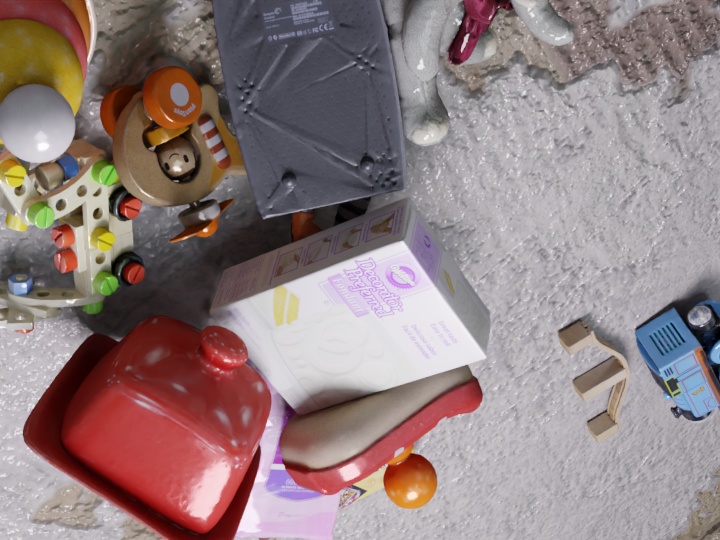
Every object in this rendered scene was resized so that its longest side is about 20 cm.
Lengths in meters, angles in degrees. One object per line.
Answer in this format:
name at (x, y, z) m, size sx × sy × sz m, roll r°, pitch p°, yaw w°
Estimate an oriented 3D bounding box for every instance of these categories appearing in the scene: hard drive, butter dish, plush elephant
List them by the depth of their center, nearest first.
plush elephant at (0.101, -0.226, 0.879) m, size 0.165 × 0.154 × 0.201 m, roll -52°, pitch 129°, yaw -46°
hard drive at (-0.041, -0.153, 0.888) m, size 0.134 × 0.042 × 0.202 m, roll -12°, pitch 101°, yaw -3°
butter dish at (-0.149, 0.109, 0.941) m, size 0.199 × 0.200 × 0.148 m, roll 36°, pitch 111°, yaw -8°

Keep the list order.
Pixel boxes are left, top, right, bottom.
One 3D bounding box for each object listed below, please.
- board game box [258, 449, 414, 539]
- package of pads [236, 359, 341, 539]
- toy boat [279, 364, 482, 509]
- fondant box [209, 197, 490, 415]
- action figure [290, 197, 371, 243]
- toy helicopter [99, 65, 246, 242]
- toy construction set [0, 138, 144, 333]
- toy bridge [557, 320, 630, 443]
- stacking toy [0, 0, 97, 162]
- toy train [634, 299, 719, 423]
board game box at (-0.041, 0.211, 1.223) m, size 0.199 × 0.035 × 0.136 m, roll -24°, pitch 131°, yaw -9°
package of pads at (-0.069, 0.170, 1.115) m, size 0.120 × 0.076 × 0.202 m, roll 8°, pitch 99°, yaw -31°
toy boat at (0.032, 0.162, 1.038) m, size 0.199 × 0.130 × 0.131 m, roll -32°, pitch 103°, yaw -26°
fondant box at (-0.008, 0.037, 0.958) m, size 0.199 × 0.058 × 0.145 m, roll -21°, pitch 124°, yaw 27°
action figure at (0.000, 0.000, 1.028) m, size 0.198 × 0.105 × 0.194 m, roll 16°, pitch 143°, yaw -7°
toy helicopter at (-0.116, -0.087, 0.919) m, size 0.199 × 0.079 × 0.133 m, roll 0°, pitch 83°, yaw -47°
toy construction set at (-0.246, -0.026, 0.906) m, size 0.131 × 0.092 × 0.201 m, roll -25°, pitch 145°, yaw -41°
toy bridge at (0.290, 0.130, 1.334) m, size 0.067 × 0.027 × 0.201 m, roll -31°, pitch 132°, yaw -5°
stacking toy at (-0.239, -0.132, 0.758) m, size 0.145 × 0.200 × 0.147 m, roll -13°, pitch 129°, yaw -17°
toy train at (0.415, 0.118, 1.354) m, size 0.114 × 0.087 × 0.200 m, roll -30°, pitch 135°, yaw 9°
